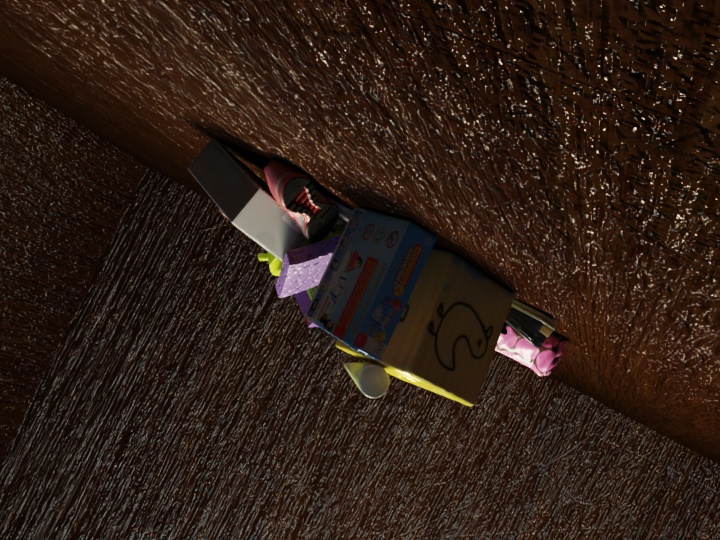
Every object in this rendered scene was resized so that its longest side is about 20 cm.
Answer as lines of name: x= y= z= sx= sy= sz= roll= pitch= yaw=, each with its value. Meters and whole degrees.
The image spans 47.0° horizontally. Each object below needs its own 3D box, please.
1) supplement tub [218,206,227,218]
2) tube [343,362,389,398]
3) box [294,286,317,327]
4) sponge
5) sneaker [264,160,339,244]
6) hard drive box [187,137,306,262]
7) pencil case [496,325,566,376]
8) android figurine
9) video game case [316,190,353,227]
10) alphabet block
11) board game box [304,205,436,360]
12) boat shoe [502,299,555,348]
supplement tub: x=-0.242 y=-0.145 z=1.814 sx=0.106 sy=0.109 sz=0.199 roll=25 pitch=177 yaw=32
tube: x=0.013 y=0.179 z=1.389 sx=0.059 sy=0.051 sz=0.200 roll=63 pitch=174 yaw=-1
box: x=-0.092 y=0.027 z=1.776 sx=0.135 sy=0.039 sz=0.203 roll=5 pitch=-128 yaw=-48
sponge: x=-0.091 y=-0.005 z=1.491 sx=0.200 sy=0.109 sz=0.030 roll=123 pitch=126 yaw=-69
sneaker: x=-0.099 y=-0.121 z=1.377 sx=0.087 sy=0.074 sz=0.201 roll=44 pitch=173 yaw=31
hard drive box: x=-0.198 y=-0.124 z=1.465 sx=0.200 sy=0.077 sz=0.155 roll=46 pitch=-176 yaw=42
pencil case: x=0.315 y=0.141 z=1.688 sx=0.197 sy=0.095 sz=0.091 roll=26 pitch=178 yaw=17
android figurine: x=-0.096 y=-0.033 z=1.570 sx=0.195 sy=0.042 sz=0.182 roll=-1 pitch=155 yaw=-25
video game case: x=-0.025 y=-0.093 z=1.522 sx=0.179 sy=0.023 sz=0.200 roll=29 pitch=177 yaw=-2
alphabet block: x=0.107 y=0.084 z=1.388 sx=0.193 sy=0.204 sz=0.194 roll=28 pitch=170 yaw=-39
board game box: x=0.010 y=0.013 z=1.275 sx=0.055 sy=0.204 sz=0.195 roll=26 pitch=179 yaw=-27
boat shoe: x=0.255 y=0.079 z=1.488 sx=0.198 sy=0.063 sz=0.074 roll=28 pitch=180 yaw=36
